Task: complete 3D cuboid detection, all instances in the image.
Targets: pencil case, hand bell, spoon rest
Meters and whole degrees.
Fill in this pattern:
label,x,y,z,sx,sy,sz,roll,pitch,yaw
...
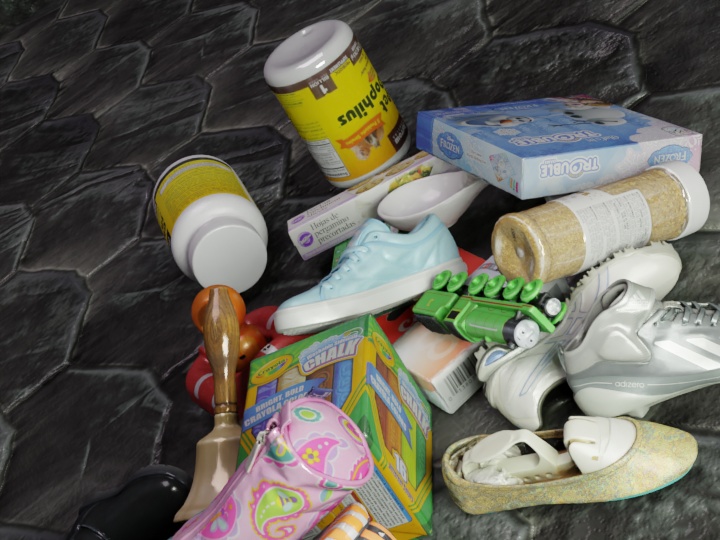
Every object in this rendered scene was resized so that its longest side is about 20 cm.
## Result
label,x,y,z,sx,sy,sz,roll,pitch,yaw
pencil case,-0.075,0.177,0.983,0.200,0.087,0.088,-51,20,30
hand bell,-0.117,0.113,1.157,0.104,0.104,0.201,-12,77,32
spoon rest,0.109,-0.075,1.330,0.199,0.061,0.099,0,29,28

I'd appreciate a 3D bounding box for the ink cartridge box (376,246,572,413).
label,x,y,z,sx,sy,sz,roll,pitch,yaw
ink cartridge box,0.079,0.034,1.248,0.162,0.050,0.200,-41,34,-14

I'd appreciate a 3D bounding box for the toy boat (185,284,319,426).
label,x,y,z,sx,sy,sz,roll,pitch,yaw
toy boat,-0.112,0.070,1.273,0.130,0.131,0.200,-42,22,-15

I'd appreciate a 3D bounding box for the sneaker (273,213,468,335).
label,x,y,z,sx,sy,sz,roll,pitch,yaw
sneaker,0.000,0.000,1.207,0.199,0.082,0.074,-18,-6,-32

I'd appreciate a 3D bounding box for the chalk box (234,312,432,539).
label,x,y,z,sx,sy,sz,roll,pitch,yaw
chalk box,-0.017,0.131,1.123,0.124,0.125,0.200,-22,33,18

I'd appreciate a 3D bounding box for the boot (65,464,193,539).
label,x,y,z,sx,sy,sz,roll,pitch,yaw
boot,-0.233,0.274,1.164,0.165,0.066,0.200,-30,20,41

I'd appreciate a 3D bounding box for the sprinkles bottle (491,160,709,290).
label,x,y,z,sx,sy,sz,roll,pitch,yaw
sprinkles bottle,0.207,-0.040,1.137,0.199,0.069,0.068,-18,21,-31

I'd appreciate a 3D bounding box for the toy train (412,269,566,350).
label,x,y,z,sx,sy,sz,roll,pitch,yaw
toy train,0.102,0.033,1.107,0.056,0.042,0.200,-51,19,-12

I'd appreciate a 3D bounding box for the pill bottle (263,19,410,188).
label,x,y,z,sx,sy,sz,roll,pitch,yaw
pill bottle,-0.016,-0.168,1.477,0.109,0.200,0.109,-24,31,15

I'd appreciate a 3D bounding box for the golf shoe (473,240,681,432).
label,x,y,z,sx,sy,sz,roll,pitch,yaw
golf shoe,0.196,0.062,1.096,0.200,0.078,0.097,-38,47,2

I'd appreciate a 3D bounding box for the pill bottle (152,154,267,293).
label,x,y,z,sx,sy,sz,roll,pitch,yaw
pill bottle,-0.171,-0.051,1.543,0.112,0.113,0.200,-34,30,-1

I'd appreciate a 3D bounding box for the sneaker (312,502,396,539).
label,x,y,z,sx,sy,sz,roll,pitch,yaw
sneaker,-0.010,0.255,0.988,0.078,0.112,0.200,-48,-2,-35

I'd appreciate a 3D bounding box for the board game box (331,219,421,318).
label,x,y,z,sx,sy,sz,roll,pitch,yaw
board game box,0.018,-0.007,1.362,0.104,0.024,0.200,-25,23,15

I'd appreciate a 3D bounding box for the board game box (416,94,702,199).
label,x,y,z,sx,sy,sz,roll,pitch,yaw
board game box,0.187,-0.125,1.287,0.199,0.044,0.199,-9,23,-25

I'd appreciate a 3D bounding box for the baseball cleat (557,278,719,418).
label,x,y,z,sx,sy,sz,roll,pitch,yaw
baseball cleat,0.248,0.044,1.006,0.199,0.107,0.070,-24,17,4

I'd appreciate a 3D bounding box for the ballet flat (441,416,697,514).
label,x,y,z,sx,sy,sz,roll,pitch,yaw
ballet flat,0.150,0.141,1.008,0.199,0.071,0.071,-15,35,28

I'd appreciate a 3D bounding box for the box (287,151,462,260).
label,x,y,z,sx,sy,sz,roll,pitch,yaw
box,0.017,-0.076,1.431,0.199,0.039,0.041,-27,20,7
